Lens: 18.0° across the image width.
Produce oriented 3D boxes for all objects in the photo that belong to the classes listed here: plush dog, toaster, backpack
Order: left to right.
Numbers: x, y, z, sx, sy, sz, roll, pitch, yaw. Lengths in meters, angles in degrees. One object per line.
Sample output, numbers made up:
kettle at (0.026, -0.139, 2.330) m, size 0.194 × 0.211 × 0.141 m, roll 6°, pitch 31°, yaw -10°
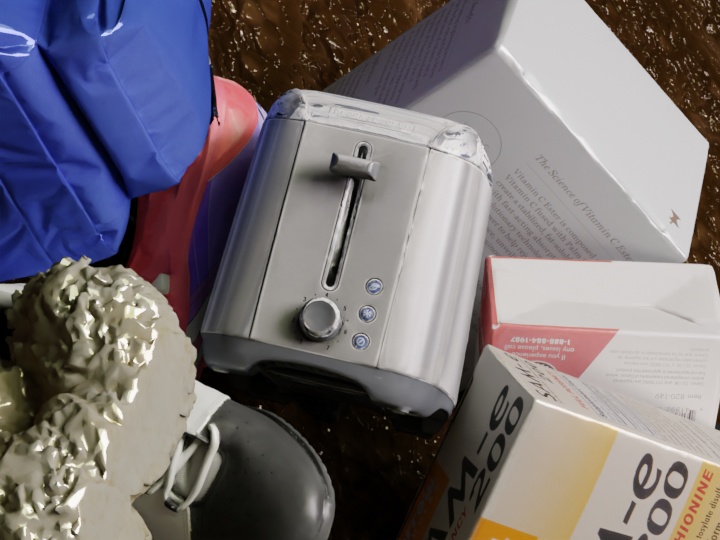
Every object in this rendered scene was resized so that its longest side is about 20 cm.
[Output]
plush dog at (-0.153, 0.108, 0.810) m, size 0.160 × 0.171 × 0.202 m, roll -29°, pitch 112°, yaw -59°
backpack at (-0.151, -0.115, 1.000) m, size 0.163 × 0.167 × 0.201 m, roll 71°, pitch 10°, yaw -48°
toaster at (0.000, 0.000, 1.021) m, size 0.200 × 0.113 × 0.130 m, roll 57°, pitch 47°, yaw -79°

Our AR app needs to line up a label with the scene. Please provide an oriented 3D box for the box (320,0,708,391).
box at (0.056, -0.042, 1.182) m, size 0.152 × 0.199 × 0.107 m, roll 46°, pitch 34°, yaw -19°

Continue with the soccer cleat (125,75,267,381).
soccer cleat at (-0.081, 0.008, 1.041) m, size 0.076 × 0.066 × 0.201 m, roll 24°, pitch 70°, yaw -45°

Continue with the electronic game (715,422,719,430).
electronic game at (0.193, 0.143, 1.352) m, size 0.200 × 0.042 × 0.201 m, roll 41°, pitch 29°, yaw -28°

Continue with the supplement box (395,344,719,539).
supplement box at (0.126, 0.131, 1.055) m, size 0.199 × 0.127 × 0.074 m, roll 20°, pitch 11°, yaw -22°

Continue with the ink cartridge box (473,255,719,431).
ink cartridge box at (0.111, 0.095, 1.139) m, size 0.116 × 0.201 × 0.068 m, roll 3°, pitch 32°, yaw -2°

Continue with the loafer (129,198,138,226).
loafer at (-0.058, -0.006, 1.129) m, size 0.200 × 0.076 × 0.068 m, roll 42°, pitch 37°, yaw -6°

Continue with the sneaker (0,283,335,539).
sneaker at (-0.101, 0.065, 0.934) m, size 0.199 × 0.074 × 0.088 m, roll 30°, pitch 4°, yaw 31°
